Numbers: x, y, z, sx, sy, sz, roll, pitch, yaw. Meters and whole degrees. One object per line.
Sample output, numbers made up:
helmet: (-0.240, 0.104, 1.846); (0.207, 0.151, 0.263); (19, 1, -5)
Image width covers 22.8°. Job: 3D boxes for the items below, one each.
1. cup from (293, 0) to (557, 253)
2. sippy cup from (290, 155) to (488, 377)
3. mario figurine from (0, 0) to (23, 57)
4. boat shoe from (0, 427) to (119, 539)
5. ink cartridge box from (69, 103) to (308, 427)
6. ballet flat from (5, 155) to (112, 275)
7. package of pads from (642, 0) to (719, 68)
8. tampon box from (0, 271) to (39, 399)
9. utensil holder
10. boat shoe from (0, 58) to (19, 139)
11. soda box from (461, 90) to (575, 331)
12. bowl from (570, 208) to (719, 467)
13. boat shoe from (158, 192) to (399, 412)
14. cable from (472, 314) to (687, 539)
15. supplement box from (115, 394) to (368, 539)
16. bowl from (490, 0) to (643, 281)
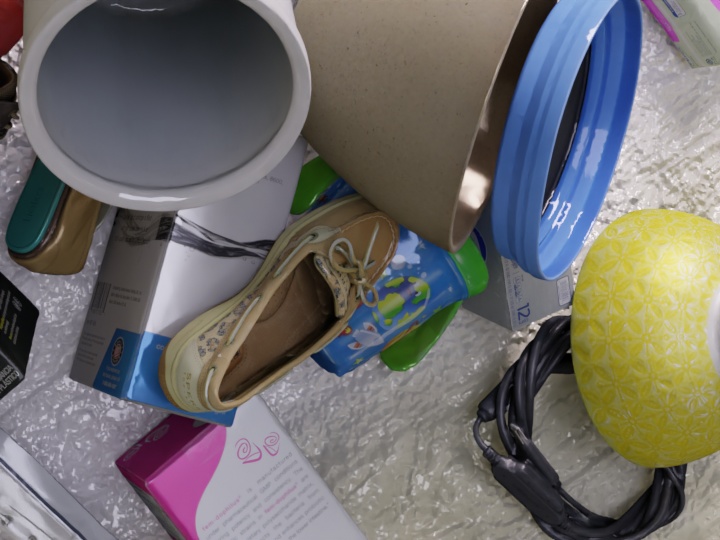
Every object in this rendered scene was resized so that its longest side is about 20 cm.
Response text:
cup: (0.030, -0.129, 1.144); (0.142, 0.200, 0.201); (20, 84, 11)
sippy cup: (0.000, 0.000, 1.267); (0.130, 0.140, 0.178); (-41, 100, -8)
mario figurine: (-0.254, -0.228, 1.204); (0.123, 0.106, 0.201); (10, 75, 15)
boat shoe: (-0.215, 0.198, 1.219); (0.086, 0.075, 0.202); (-46, 104, -14)
ink cartridge box: (-0.118, -0.007, 1.211); (0.084, 0.144, 0.201); (17, 86, -22)
ballet flat: (-0.187, -0.091, 1.237); (0.063, 0.068, 0.201); (26, 84, -48)
package of pads: (0.291, -0.282, 1.403); (0.200, 0.068, 0.155); (-46, 107, -15)
tampon box: (-0.326, 0.024, 1.122); (0.150, 0.126, 0.200); (-42, 107, 6)
utensil holder: (-0.126, -0.165, 1.086); (0.169, 0.201, 0.171); (-6, 134, -7)
boat shoe: (-0.253, -0.104, 1.144); (0.073, 0.201, 0.075); (-15, 53, -9)
soda box: (0.104, -0.063, 1.307); (0.063, 0.068, 0.201); (-22, 115, -26)
bowl: (0.262, 0.049, 1.347); (0.199, 0.107, 0.202); (4, 84, -42)
boat shoe: (-0.038, 0.024, 1.139); (0.200, 0.063, 0.074); (-44, 119, -24)
cable: (0.182, 0.129, 1.390); (0.200, 0.051, 0.164); (41, 70, -21)
supplement box: (-0.068, 0.186, 1.261); (0.101, 0.103, 0.201); (-39, 106, -15)
bowl: (0.139, -0.094, 1.201); (0.039, 0.201, 0.202); (18, 84, 19)
